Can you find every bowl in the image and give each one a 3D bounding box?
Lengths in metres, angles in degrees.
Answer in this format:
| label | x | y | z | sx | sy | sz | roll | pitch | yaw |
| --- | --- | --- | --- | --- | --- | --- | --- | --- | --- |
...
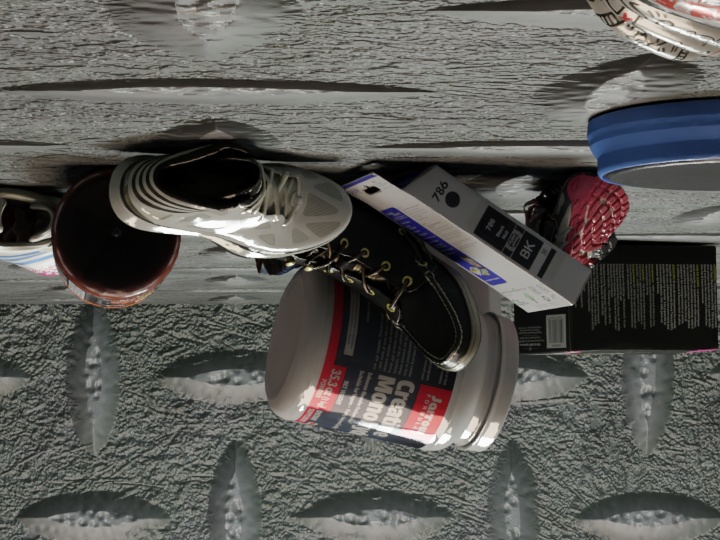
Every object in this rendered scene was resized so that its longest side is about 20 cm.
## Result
| label | x | y | z | sx | sy | sz | roll | pitch | yaw |
| --- | --- | --- | --- | --- | --- | --- | --- | --- | --- |
| bowl | 0.252 | -0.082 | 1.358 | 0.199 | 0.040 | 0.201 | 0 | 176 | 0 |

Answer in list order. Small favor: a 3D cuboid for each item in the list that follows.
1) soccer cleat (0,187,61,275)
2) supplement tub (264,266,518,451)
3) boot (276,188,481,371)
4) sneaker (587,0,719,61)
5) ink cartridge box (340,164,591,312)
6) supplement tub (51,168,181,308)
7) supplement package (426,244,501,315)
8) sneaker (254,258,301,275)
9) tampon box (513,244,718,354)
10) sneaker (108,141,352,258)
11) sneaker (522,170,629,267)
| label | x | y | z | sx | sy | sz | roll | pitch | yaw |
| --- | --- | --- | --- | --- | --- | --- | --- | --- | --- |
| soccer cleat | -0.281 | -0.033 | 1.786 | 0.086 | 0.070 | 0.199 | -3 | 175 | 34 |
| supplement tub | 0.026 | 0.080 | 1.786 | 0.199 | 0.141 | 0.140 | 13 | 173 | -14 |
| boot | -0.001 | 0.001 | 1.666 | 0.153 | 0.204 | 0.074 | 9 | 127 | -42 |
| sneaker | 0.181 | -0.112 | 0.760 | 0.200 | 0.068 | 0.108 | 5 | 175 | -21 |
| ink cartridge box | 0.084 | -0.035 | 1.642 | 0.199 | 0.039 | 0.099 | 32 | 167 | -14 |
| supplement tub | -0.206 | -0.023 | 1.692 | 0.106 | 0.108 | 0.200 | 0 | 176 | -8 |
| supplement package | 0.073 | 0.042 | 1.940 | 0.120 | 0.202 | 0.120 | -1 | 175 | 10 |
| sneaker | -0.056 | -0.038 | 1.843 | 0.078 | 0.076 | 0.200 | -12 | -176 | -8 |
| tampon box | 0.299 | 0.036 | 2.380 | 0.199 | 0.127 | 0.150 | 1 | 176 | -22 |
| sneaker | -0.078 | -0.051 | 1.513 | 0.199 | 0.076 | 0.115 | 5 | 176 | -29 |
| sneaker | 0.173 | -0.042 | 1.715 | 0.081 | 0.075 | 0.200 | -41 | 169 | -10 |
